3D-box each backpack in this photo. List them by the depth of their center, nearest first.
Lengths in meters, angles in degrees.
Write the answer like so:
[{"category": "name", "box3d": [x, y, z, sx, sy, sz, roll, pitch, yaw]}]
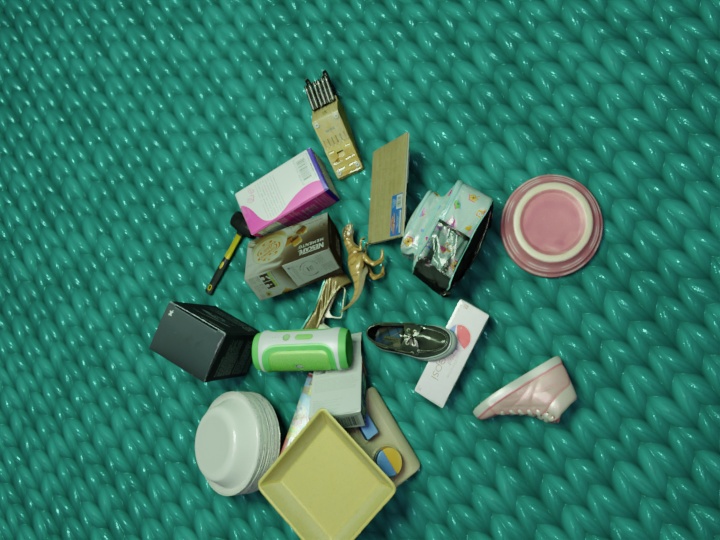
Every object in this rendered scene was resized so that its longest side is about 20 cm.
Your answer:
[{"category": "backpack", "box3d": [0.169, -0.074, 1.051, 0.152, 0.176, 0.202, 37, 89, 11]}]

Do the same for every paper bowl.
[{"category": "paper bowl", "box3d": [-0.266, 0.356, 1.119, 0.196, 0.103, 0.208, -10, 74, 36]}]

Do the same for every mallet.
[{"category": "mallet", "box3d": [-0.311, -0.042, 1.246, 0.065, 0.041, 0.202, 39, 98, 14]}]

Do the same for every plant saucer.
[{"category": "plant saucer", "box3d": [-0.060, 0.394, 1.000, 0.200, 0.048, 0.201, 43, 96, 12]}, {"category": "plant saucer", "box3d": [0.375, -0.091, 1.062, 0.193, 0.051, 0.208, -2, 83, 14]}]

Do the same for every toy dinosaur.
[{"category": "toy dinosaur", "box3d": [0.000, 0.000, 1.128, 0.102, 0.061, 0.206, -6, 62, -3]}]

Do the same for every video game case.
[{"category": "video game case", "box3d": [-0.077, 0.329, 1.112, 0.138, 0.018, 0.205, 14, 67, 13]}]

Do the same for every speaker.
[{"category": "speaker", "box3d": [-0.116, 0.161, 1.089, 0.193, 0.088, 0.092, -4, 83, 11]}]

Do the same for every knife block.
[{"category": "knife block", "box3d": [-0.060, -0.332, 1.206, 0.062, 0.178, 0.203, -20, 124, 12]}]

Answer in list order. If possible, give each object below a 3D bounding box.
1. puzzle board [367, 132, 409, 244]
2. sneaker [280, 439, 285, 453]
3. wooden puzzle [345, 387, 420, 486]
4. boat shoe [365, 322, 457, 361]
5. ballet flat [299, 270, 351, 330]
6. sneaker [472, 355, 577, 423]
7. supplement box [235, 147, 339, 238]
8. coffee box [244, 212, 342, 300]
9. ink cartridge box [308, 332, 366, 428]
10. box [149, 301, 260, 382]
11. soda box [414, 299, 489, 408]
[{"category": "puzzle board", "box3d": [0.060, -0.163, 1.119, 0.017, 0.150, 0.208, 6, 84, -25]}, {"category": "sneaker", "box3d": [-0.116, 0.442, 1.128, 0.197, 0.073, 0.083, 31, 102, 21]}, {"category": "wooden puzzle", "box3d": [0.002, 0.360, 1.061, 0.197, 0.046, 0.188, -30, 80, -21]}, {"category": "boat shoe", "box3d": [0.095, 0.137, 1.068, 0.195, 0.056, 0.071, -2, 70, 39]}, {"category": "ballet flat", "box3d": [-0.076, 0.094, 1.158, 0.071, 0.068, 0.205, 26, 86, 5]}, {"category": "sneaker", "box3d": [0.317, 0.257, 1.024, 0.196, 0.075, 0.107, -31, 72, 5]}, {"category": "supplement box", "box3d": [-0.159, -0.161, 1.183, 0.196, 0.103, 0.104, -28, 79, 9]}, {"category": "coffee box", "box3d": [-0.141, -0.029, 1.151, 0.194, 0.081, 0.117, -18, 46, 12]}, {"category": "ink cartridge box", "box3d": [-0.042, 0.224, 1.104, 0.105, 0.051, 0.203, -10, 39, 10]}, {"category": "box", "box3d": [-0.317, 0.148, 1.138, 0.145, 0.200, 0.107, 26, 90, 15]}, {"category": "soda box", "box3d": [0.184, 0.164, 1.077, 0.067, 0.064, 0.205, 27, 92, 16]}]
